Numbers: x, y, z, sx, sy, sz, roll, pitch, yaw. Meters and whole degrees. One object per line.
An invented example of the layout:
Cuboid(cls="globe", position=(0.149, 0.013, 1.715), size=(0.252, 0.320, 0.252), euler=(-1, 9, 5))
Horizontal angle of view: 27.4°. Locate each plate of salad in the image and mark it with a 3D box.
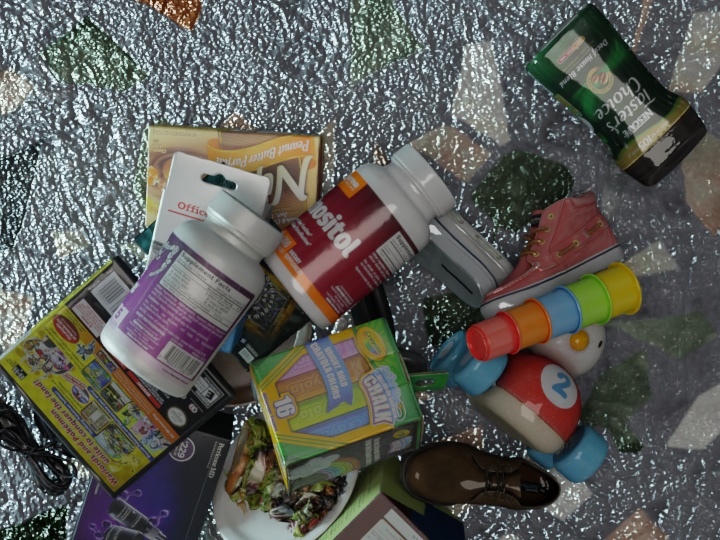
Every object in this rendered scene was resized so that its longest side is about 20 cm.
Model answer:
Cuboid(cls="plate of salad", position=(-0.090, 0.226, 1.662), size=(0.200, 0.200, 0.048), euler=(-37, 134, 7))

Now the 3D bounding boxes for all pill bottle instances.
Cuboid(cls="pill bottle", position=(0.000, -0.041, 1.588), size=(0.200, 0.113, 0.113), euler=(-40, 91, -1))
Cuboid(cls="pill bottle", position=(-0.169, 0.020, 1.522), size=(0.112, 0.112, 0.201), euler=(36, 89, 1))

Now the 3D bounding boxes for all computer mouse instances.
Cuboid(cls="computer mouse", position=(-0.325, 0.158, 1.726), size=(0.199, 0.053, 0.139), euler=(-35, 105, 9))

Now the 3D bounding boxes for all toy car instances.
Cuboid(cls="toy car", position=(0.216, 0.094, 1.634), size=(0.184, 0.177, 0.200), euler=(40, 84, -10))

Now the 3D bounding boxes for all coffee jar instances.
Cuboid(cls="coffee jar", position=(0.285, -0.191, 1.636), size=(0.200, 0.085, 0.104), euler=(45, 96, -1))

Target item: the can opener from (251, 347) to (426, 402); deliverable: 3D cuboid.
Cuboid(cls="can opener", position=(-0.025, 0.120, 1.683), size=(0.198, 0.053, 0.067), euler=(-3, 105, -7))

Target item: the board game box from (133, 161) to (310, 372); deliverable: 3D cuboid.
Cuboid(cls="board game box", position=(-0.140, -0.003, 1.666), size=(0.135, 0.028, 0.200), euler=(-39, 97, 12))

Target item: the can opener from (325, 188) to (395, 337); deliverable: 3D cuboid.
Cuboid(cls="can opener", position=(0.000, 0.000, 1.682), size=(0.063, 0.078, 0.202), euler=(-16, 103, -35))

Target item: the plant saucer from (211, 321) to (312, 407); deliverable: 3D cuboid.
Cuboid(cls="plant saucer", position=(-0.153, 0.056, 1.716), size=(0.198, 0.034, 0.202), euler=(0, 96, 3))

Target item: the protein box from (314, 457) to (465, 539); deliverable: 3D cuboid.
Cuboid(cls="protein box", position=(0.003, 0.334, 1.643), size=(0.135, 0.199, 0.200), euler=(44, 97, -3))

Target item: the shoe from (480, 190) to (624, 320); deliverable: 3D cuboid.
Cuboid(cls="shoe", position=(0.199, -0.018, 1.635), size=(0.199, 0.071, 0.092), euler=(-24, 88, -29))

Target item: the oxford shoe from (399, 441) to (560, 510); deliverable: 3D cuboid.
Cuboid(cls="oxford shoe", position=(0.137, 0.228, 1.640), size=(0.199, 0.084, 0.073), euler=(8, 81, -28))

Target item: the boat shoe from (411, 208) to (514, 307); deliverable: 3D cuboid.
Cuboid(cls="boat shoe", position=(0.088, -0.041, 1.678), size=(0.067, 0.074, 0.200), euler=(-35, 75, -33))

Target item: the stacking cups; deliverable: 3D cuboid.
Cuboid(cls="stacking cups", position=(0.204, 0.052, 1.558), size=(0.199, 0.060, 0.061), euler=(-22, 94, -25))

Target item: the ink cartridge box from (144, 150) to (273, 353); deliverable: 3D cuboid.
Cuboid(cls="ink cartridge box", position=(-0.166, -0.026, 1.613), size=(0.115, 0.068, 0.201), euler=(16, 105, 3))

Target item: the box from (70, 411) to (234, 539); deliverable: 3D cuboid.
Cuboid(cls="box", position=(-0.240, 0.247, 1.691), size=(0.140, 0.079, 0.201), euler=(16, 106, -10))

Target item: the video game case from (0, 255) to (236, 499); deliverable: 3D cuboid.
Cuboid(cls="video game case", position=(-0.266, 0.117, 1.603), size=(0.180, 0.026, 0.200), euler=(-40, 96, 8))

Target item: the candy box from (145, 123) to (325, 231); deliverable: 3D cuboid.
Cuboid(cls="candy box", position=(-0.143, -0.103, 1.689), size=(0.198, 0.055, 0.116), euler=(4, 99, 3))

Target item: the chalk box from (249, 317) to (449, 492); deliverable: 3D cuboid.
Cuboid(cls="chalk box", position=(-0.005, 0.137, 1.579), size=(0.199, 0.125, 0.125), euler=(-19, 70, -8))
